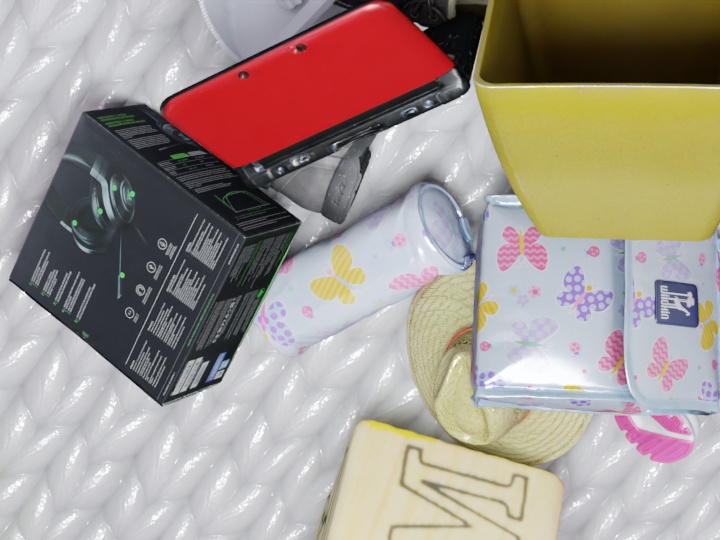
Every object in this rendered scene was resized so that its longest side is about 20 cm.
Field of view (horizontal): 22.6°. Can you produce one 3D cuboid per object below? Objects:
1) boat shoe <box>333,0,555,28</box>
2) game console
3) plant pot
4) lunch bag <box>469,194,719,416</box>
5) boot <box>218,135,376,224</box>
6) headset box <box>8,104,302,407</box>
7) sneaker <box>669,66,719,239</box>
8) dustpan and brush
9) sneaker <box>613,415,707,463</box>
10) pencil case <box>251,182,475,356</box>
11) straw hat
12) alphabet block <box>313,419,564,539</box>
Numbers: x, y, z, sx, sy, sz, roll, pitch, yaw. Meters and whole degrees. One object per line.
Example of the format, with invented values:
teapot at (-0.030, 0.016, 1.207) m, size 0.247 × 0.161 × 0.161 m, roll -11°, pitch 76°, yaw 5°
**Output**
boat shoe at (0.066, -0.228, 1.428) m, size 0.199 × 0.065 × 0.074 m, roll -2°, pitch 120°, yaw -11°
game console at (-0.026, -0.156, 1.356) m, size 0.199 × 0.173 × 0.119 m, roll -22°, pitch 117°, yaw 24°
plant pot at (0.201, -0.132, 1.349) m, size 0.199 × 0.201 × 0.177 m, roll 1°, pitch 135°, yaw 12°
lunch bag at (0.191, 0.028, 1.445) m, size 0.199 × 0.127 × 0.171 m, roll 4°, pitch 81°, yaw 0°
boot at (-0.042, -0.144, 1.499) m, size 0.131 × 0.070 × 0.201 m, roll 23°, pitch 109°, yaw 1°
headset box at (-0.180, -0.020, 1.512) m, size 0.200 × 0.093 × 0.175 m, roll 36°, pitch 114°, yaw 19°
sneaker at (0.267, -0.090, 1.498) m, size 0.086 × 0.075 × 0.201 m, roll -21°, pitch 103°, yaw 23°
dustpan and brush at (-0.092, -0.259, 1.410) m, size 0.140 × 0.200 × 0.057 m, roll -46°, pitch 135°, yaw 6°
sneaker at (0.231, 0.068, 1.561) m, size 0.200 × 0.088 × 0.081 m, roll 52°, pitch 138°, yaw 4°
pencil case at (0.000, 0.000, 1.529) m, size 0.199 × 0.091 × 0.083 m, roll -28°, pitch 87°, yaw 25°
straw hat at (0.105, 0.099, 1.541) m, size 0.200 × 0.085 × 0.202 m, roll 14°, pitch 120°, yaw 25°
alphabet block at (0.050, 0.281, 1.565) m, size 0.195 × 0.201 × 0.196 m, roll 18°, pitch 140°, yaw -3°
